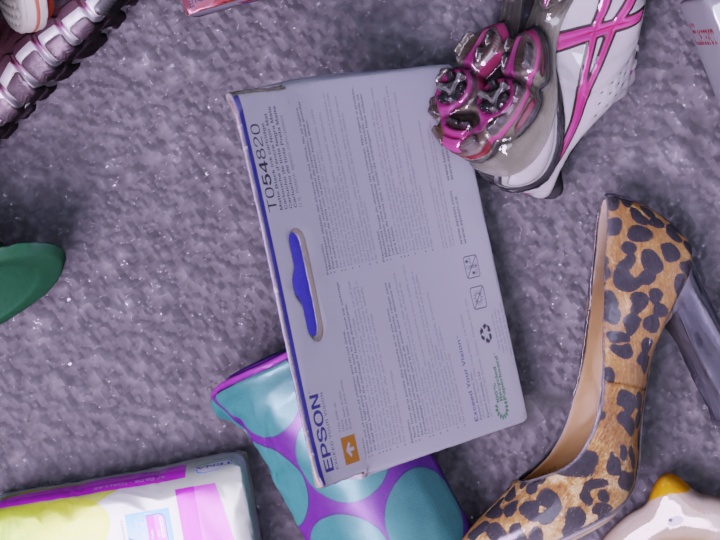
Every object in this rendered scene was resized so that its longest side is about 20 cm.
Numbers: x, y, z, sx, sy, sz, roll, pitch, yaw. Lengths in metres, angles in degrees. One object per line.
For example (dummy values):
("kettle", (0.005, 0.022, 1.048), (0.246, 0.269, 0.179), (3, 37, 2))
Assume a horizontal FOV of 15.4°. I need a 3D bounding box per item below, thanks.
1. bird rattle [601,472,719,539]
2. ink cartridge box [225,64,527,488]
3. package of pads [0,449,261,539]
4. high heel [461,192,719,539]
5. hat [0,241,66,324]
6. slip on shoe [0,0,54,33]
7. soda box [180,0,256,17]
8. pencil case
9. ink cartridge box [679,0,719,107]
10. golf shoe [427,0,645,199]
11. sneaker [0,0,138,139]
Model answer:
("bird rattle", (0.192, 0.199, 1.426), (0.163, 0.113, 0.200), (33, 108, 10))
("ink cartridge box", (0.000, 0.000, 1.343), (0.041, 0.200, 0.200), (-12, 90, 35))
("package of pads", (-0.121, 0.209, 1.430), (0.154, 0.068, 0.201), (-10, 94, 2))
("high heel", (0.104, 0.059, 1.397), (0.200, 0.071, 0.143), (-33, 100, -17))
("hat", (-0.278, -0.041, 1.381), (0.200, 0.166, 0.176), (-22, 78, -17))
("slip on shoe", (-0.162, -0.215, 1.365), (0.061, 0.074, 0.201), (3, 66, -11))
("soda box", (-0.088, -0.236, 1.387), (0.063, 0.070, 0.201), (-16, 95, 2))
("pencil case", (0.002, 0.127, 1.411), (0.092, 0.085, 0.200), (-26, 96, 39))
("ink cartridge box", (0.267, -0.076, 1.354), (0.144, 0.145, 0.200), (-23, 95, 3))
("golf shoe", (0.114, -0.134, 1.401), (0.092, 0.073, 0.200), (34, 84, -41))
("sneaker", (-0.204, -0.136, 1.399), (0.116, 0.076, 0.200), (45, 95, 0))
